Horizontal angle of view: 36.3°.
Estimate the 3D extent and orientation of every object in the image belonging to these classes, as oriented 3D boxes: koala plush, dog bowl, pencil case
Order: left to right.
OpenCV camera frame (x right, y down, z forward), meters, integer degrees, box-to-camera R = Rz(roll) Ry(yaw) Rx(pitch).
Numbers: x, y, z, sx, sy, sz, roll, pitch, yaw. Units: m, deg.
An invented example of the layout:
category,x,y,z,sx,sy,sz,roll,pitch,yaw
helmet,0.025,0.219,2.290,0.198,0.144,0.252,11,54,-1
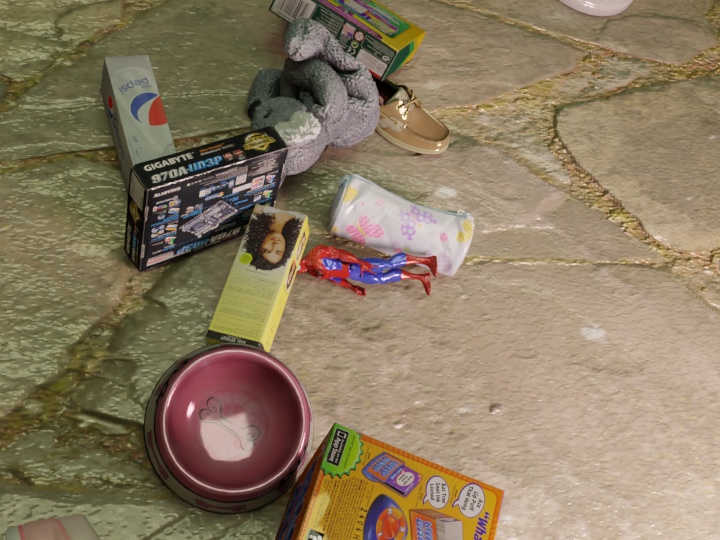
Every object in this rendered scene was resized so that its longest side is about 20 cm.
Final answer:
category,x,y,z,sx,sy,sz,roll,pitch,yaw
dog bowl,-0.147,0.176,1.259,0.199,0.074,0.201,2,76,-10
koala plush,-0.081,-0.202,1.504,0.184,0.177,0.200,35,50,-7
pencil case,0.055,-0.063,1.503,0.199,0.091,0.083,18,33,-5

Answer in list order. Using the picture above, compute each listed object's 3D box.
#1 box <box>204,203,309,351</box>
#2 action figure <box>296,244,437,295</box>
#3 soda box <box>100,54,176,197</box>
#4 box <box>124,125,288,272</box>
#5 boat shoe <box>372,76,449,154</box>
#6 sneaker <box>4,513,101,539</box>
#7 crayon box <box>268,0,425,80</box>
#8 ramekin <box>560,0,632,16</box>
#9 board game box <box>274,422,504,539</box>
category,x,y,z,sx,sy,sz,roll,pitch,yaw
box,-0.128,0.016,1.391,0.075,0.050,0.201,12,63,9
action figure,0.000,0.000,1.458,0.199,0.066,0.052,6,55,-8
soda box,-0.298,-0.193,1.481,0.063,0.068,0.201,-7,61,-23
box,-0.196,-0.091,1.393,0.200,0.159,0.046,-21,61,-29
boat shoe,0.048,-0.243,1.632,0.200,0.066,0.074,29,54,0
sneaker,-0.292,0.343,1.136,0.104,0.075,0.201,-15,60,-21
crayon box,-0.016,-0.375,1.658,0.200,0.058,0.173,33,26,3
ramekin,0.415,-0.557,1.936,0.199,0.105,0.201,9,56,-13
board game box,0.010,0.322,1.177,0.199,0.200,0.200,23,54,-4
